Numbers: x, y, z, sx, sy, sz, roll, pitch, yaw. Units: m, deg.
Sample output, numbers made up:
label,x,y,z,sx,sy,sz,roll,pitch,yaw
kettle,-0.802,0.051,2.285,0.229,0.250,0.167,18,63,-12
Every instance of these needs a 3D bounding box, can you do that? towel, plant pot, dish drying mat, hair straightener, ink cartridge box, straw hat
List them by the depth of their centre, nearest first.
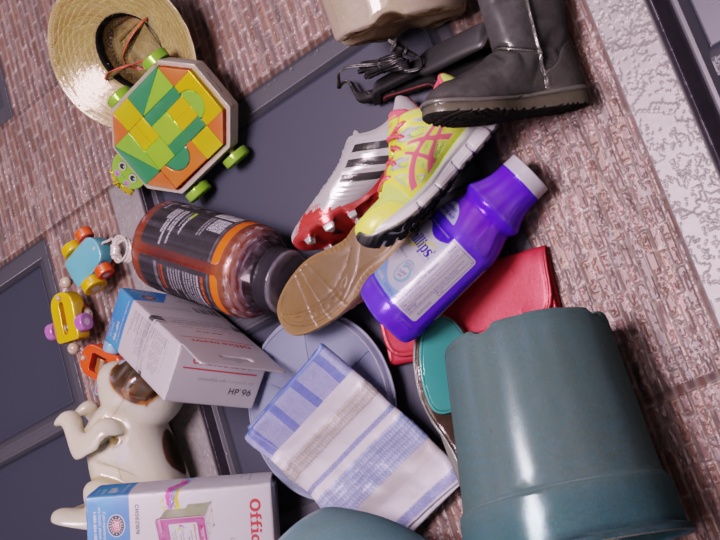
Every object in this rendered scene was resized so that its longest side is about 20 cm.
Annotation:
label,x,y,z,sx,sy,sz,roll,pitch,yaw
plant pot,0.163,0.147,0.969,0.200,0.200,0.197,-24,66,33
plant pot,-0.018,0.307,1.076,0.135,0.200,0.200,45,114,26
plant pot,0.020,-0.324,1.096,0.200,0.200,0.184,-12,93,36
dish drying mat,0.102,0.038,1.111,0.199,0.018,0.077,-18,77,35
hair straightener,0.048,-0.212,1.128,0.199,0.077,0.041,-7,55,40
towel,-0.008,0.187,1.137,0.200,0.024,0.147,43,115,2
ink cartridge box,-0.185,0.300,1.212,0.199,0.085,0.145,-4,87,-4
ink cartridge box,-0.182,0.092,1.232,0.200,0.116,0.068,33,107,49
straw hat,-0.266,-0.265,1.352,0.200,0.085,0.202,7,111,18

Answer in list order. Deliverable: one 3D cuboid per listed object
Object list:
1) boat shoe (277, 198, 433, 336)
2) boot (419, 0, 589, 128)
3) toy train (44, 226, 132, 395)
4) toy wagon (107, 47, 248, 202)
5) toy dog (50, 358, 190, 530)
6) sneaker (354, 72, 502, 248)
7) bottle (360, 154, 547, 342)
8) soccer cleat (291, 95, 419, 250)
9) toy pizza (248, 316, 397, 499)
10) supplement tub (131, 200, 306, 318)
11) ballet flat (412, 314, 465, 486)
label,x,y,z,sx,sy,sz,roll,pitch,yaw
boat shoe,0.000,0.000,1.157,0.200,0.069,0.074,-40,65,23
boot,0.119,-0.236,1.028,0.073,0.181,0.201,-13,87,64
toy train,-0.319,0.047,1.406,0.150,0.056,0.201,15,99,31
toy wagon,-0.228,-0.152,1.309,0.200,0.040,0.155,-39,93,27
toy dog,-0.260,0.193,1.305,0.193,0.139,0.201,5,91,20
sneaker,0.050,-0.106,1.065,0.090,0.078,0.200,40,70,3
bottle,0.090,-0.023,1.069,0.200,0.065,0.084,-44,26,8
soccer cleat,-0.001,-0.096,1.168,0.200,0.068,0.085,-41,57,25
toy pizza,-0.039,0.144,1.205,0.199,0.032,0.201,0,90,36
supplement tub,-0.153,-0.009,1.248,0.199,0.107,0.107,17,98,36
ballet flat,0.095,0.143,1.088,0.064,0.067,0.201,108,144,-71
